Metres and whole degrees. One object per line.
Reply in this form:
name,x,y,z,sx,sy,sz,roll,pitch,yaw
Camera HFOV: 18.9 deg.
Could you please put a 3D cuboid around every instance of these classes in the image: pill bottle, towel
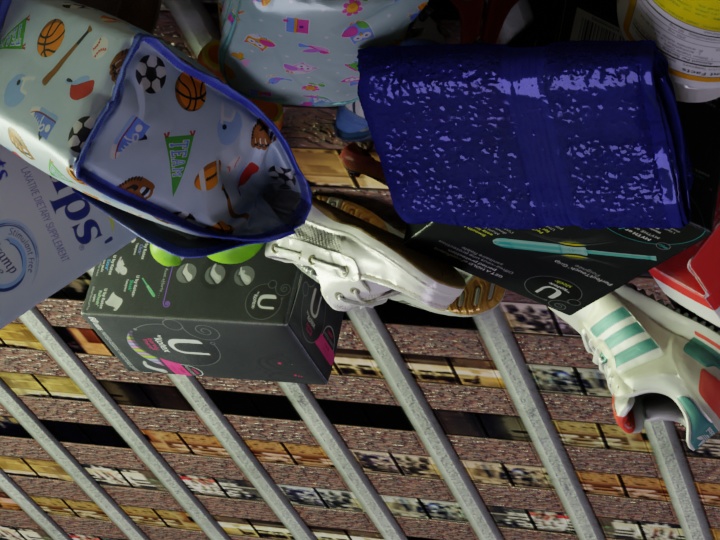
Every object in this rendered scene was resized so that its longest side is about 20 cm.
pill bottle,0.217,-0.185,1.312,0.109,0.110,0.200,12,155,3
towel,0.106,-0.090,1.372,0.199,0.050,0.148,1,134,21

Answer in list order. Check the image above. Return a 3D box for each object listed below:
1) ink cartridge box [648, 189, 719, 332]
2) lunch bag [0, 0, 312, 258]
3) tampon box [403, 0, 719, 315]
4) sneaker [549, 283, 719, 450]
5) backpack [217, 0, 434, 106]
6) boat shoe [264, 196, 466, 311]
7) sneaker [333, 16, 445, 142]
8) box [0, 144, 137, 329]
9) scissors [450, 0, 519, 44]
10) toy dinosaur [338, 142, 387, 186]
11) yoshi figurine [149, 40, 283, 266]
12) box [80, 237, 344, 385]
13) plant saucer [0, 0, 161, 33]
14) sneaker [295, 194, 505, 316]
ink cartridge box,0.287,-0.009,1.612,0.067,0.116,0.200,32,169,40
lunch bag,-0.146,-0.091,1.459,0.170,0.124,0.200,29,-178,44
tampon box,0.148,-0.076,1.546,0.149,0.127,0.200,23,153,-17
sneaker,0.201,0.067,1.636,0.199,0.094,0.070,28,168,35
backpack,-0.029,-0.192,1.400,0.166,0.127,0.200,14,158,-9
boat shoe,0.000,0.000,1.632,0.071,0.070,0.200,19,-174,-43
sneaker,0.025,-0.138,1.557,0.074,0.083,0.200,-8,177,-14
box,-0.275,-0.074,1.584,0.105,0.200,0.184,12,131,50
scissors,0.071,-0.148,1.447,0.073,0.014,0.201,10,121,-17
toy dinosaur,0.079,-0.063,1.711,0.200,0.105,0.181,-40,119,19
yoshi figurine,-0.100,-0.076,1.654,0.112,0.112,0.200,40,136,13
box,-0.126,0.025,1.909,0.199,0.106,0.122,2,153,21
plant saucer,-0.230,-0.187,1.480,0.200,0.200,0.034,41,-179,-44
sneaker,0.024,-0.002,1.819,0.199,0.076,0.088,21,174,7
